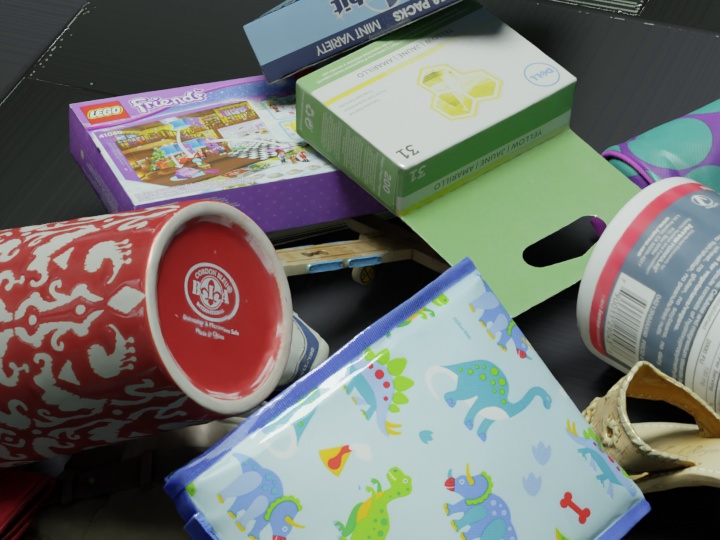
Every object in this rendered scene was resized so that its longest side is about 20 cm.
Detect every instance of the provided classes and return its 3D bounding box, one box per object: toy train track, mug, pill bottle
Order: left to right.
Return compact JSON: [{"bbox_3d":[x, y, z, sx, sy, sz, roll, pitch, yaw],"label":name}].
[{"bbox_3d":[-0.131,0.024,1.217,0.199,0.134,0.177,-12,13,40],"label":"mug"},{"bbox_3d":[0.000,0.000,1.408,0.199,0.033,0.114,-7,26,-45],"label":"toy train track"},{"bbox_3d":[0.231,0.040,1.306,0.119,0.120,0.200,-35,49,-29],"label":"pill bottle"}]

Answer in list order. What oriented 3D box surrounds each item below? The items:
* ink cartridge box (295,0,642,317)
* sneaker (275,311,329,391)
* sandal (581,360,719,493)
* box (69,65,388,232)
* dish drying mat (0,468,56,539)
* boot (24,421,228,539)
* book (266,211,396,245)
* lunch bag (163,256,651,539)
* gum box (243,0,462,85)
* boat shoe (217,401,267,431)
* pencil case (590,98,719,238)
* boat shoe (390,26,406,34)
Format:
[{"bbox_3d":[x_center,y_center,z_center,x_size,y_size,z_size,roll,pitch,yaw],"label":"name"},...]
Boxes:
[{"bbox_3d":[0.076,-0.072,1.384,0.145,0.048,0.200,-28,51,-29],"label":"ink cartridge box"},{"bbox_3d":[-0.096,0.034,1.406,0.200,0.088,0.076,29,94,54],"label":"sneaker"},{"bbox_3d":[0.168,0.081,1.251,0.211,0.070,0.077,4,30,45],"label":"sandal"},{"bbox_3d":[-0.068,-0.073,1.448,0.199,0.039,0.137,-10,34,-20],"label":"box"},{"bbox_3d":[-0.262,0.134,1.298,0.199,0.018,0.077,3,38,37],"label":"dish drying mat"},{"bbox_3d":[-0.099,0.149,1.244,0.199,0.070,0.147,3,56,26],"label":"boot"},{"bbox_3d":[-0.058,-0.076,1.535,0.198,0.048,0.134,-12,40,-9],"label":"book"},{"bbox_3d":[0.018,0.123,1.191,0.200,0.127,0.170,-36,85,-35],"label":"lunch bag"},{"bbox_3d":[0.033,-0.190,1.501,0.169,0.045,0.200,-21,10,22],"label":"gum box"},{"bbox_3d":[-0.075,0.103,1.334,0.199,0.057,0.067,12,80,25],"label":"boat shoe"},{"bbox_3d":[0.245,-0.074,1.461,0.199,0.086,0.092,-26,2,-21],"label":"pencil case"},{"bbox_3d":[0.059,-0.132,1.530,0.060,0.072,0.202,-24,26,8],"label":"boat shoe"}]
